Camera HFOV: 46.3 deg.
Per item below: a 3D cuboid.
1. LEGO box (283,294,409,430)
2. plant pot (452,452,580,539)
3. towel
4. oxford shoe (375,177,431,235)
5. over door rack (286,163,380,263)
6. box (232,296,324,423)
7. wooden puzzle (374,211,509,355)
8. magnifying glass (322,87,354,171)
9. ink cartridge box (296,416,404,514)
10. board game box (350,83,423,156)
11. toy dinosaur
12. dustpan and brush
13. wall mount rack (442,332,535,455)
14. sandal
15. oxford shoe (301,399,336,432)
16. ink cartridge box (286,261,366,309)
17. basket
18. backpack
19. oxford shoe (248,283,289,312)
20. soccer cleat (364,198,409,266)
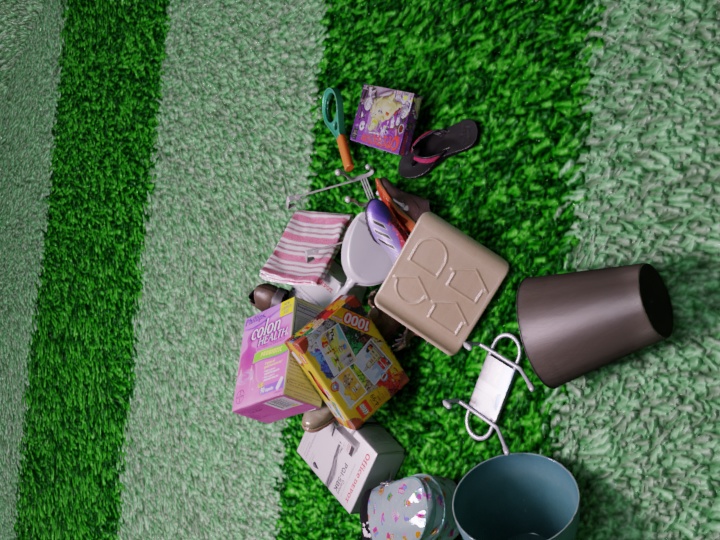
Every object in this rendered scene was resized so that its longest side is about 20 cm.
[{"bbox_3d":[-0.025,0.170,1.586,0.202,0.148,0.077,56,160,-14],"label":"LEGO box"},{"bbox_3d":[0.254,0.410,1.334,0.198,0.199,0.137,16,131,45],"label":"plant pot"},{"bbox_3d":[-0.111,-0.053,1.759,0.144,0.030,0.202,6,52,27],"label":"towel"},{"bbox_3d":[0.098,-0.117,1.625,0.072,0.071,0.201,-33,60,-7],"label":"oxford shoe"},{"bbox_3d":[-0.045,-0.121,1.704,0.197,0.067,0.150,-21,65,1],"label":"over door rack"},{"bbox_3d":[-0.157,0.181,1.673,0.175,0.096,0.203,-24,51,44],"label":"box"},{"bbox_3d":[0.147,0.022,1.525,0.184,0.046,0.202,33,108,8],"label":"wooden puzzle"},{"bbox_3d":[-0.048,-0.303,1.805,0.080,0.022,0.203,-53,48,54],"label":"magnifying glass"},{"bbox_3d":[-0.022,0.361,1.681,0.199,0.082,0.149,39,112,42],"label":"ink cartridge box"},{"bbox_3d":[0.049,-0.305,1.691,0.199,0.032,0.122,29,111,57],"label":"board game box"},{"bbox_3d":[0.048,0.105,1.642,0.199,0.085,0.137,-28,90,54],"label":"toy dinosaur"},{"bbox_3d":[0.000,0.000,1.655,0.201,0.139,0.057,-55,10,2],"label":"dustpan and brush"},{"bbox_3d":[0.229,0.214,1.440,0.173,0.074,0.203,31,108,43],"label":"wall mount rack"},{"bbox_3d":[0.139,-0.237,1.604,0.198,0.045,0.077,-23,70,42],"label":"sandal"},{"bbox_3d":[-0.053,0.227,1.656,0.070,0.074,0.201,23,60,31],"label":"oxford shoe"},{"bbox_3d":[-0.087,0.088,1.777,0.146,0.082,0.203,38,113,42],"label":"ink cartridge box"},{"bbox_3d":[0.359,0.070,1.284,0.198,0.135,0.184,-22,74,39],"label":"basket"},{"bbox_3d":[0.092,0.448,1.522,0.199,0.125,0.170,-31,61,36],"label":"backpack"},{"bbox_3d":[-0.200,0.063,1.846,0.200,0.083,0.074,101,-169,-73],"label":"oxford shoe"},{"bbox_3d":[0.076,-0.048,1.582,0.073,0.068,0.202,-8,112,55],"label":"soccer cleat"}]
